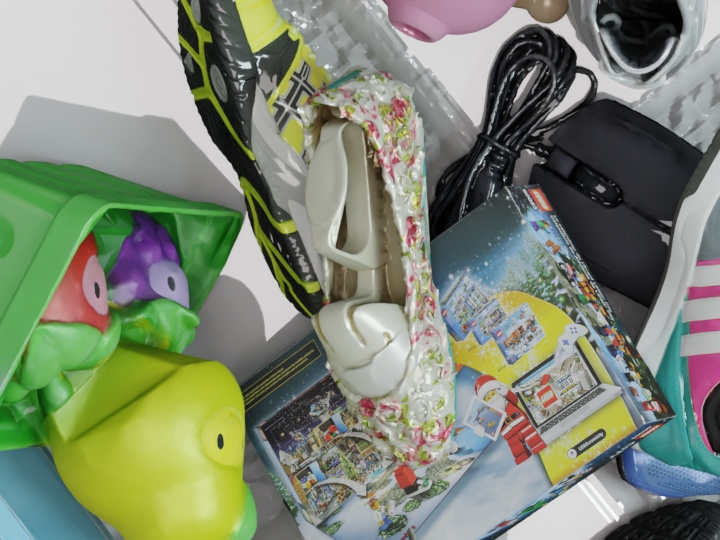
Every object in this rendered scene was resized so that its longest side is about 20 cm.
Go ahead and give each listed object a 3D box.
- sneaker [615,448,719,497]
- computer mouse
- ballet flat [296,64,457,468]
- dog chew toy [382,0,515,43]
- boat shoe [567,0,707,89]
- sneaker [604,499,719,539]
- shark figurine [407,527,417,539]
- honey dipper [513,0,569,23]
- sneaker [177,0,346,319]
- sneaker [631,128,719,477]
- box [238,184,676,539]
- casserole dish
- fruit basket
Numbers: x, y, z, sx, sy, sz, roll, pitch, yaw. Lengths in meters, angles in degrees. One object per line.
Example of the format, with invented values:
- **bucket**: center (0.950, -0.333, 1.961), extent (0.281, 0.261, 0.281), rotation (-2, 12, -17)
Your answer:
- **sneaker**: center (0.228, 0.079, 1.516), extent (0.200, 0.089, 0.079), rotation (-11, 101, 4)
- **computer mouse**: center (0.141, -0.024, 1.521), extent (0.200, 0.053, 0.139), rotation (25, 98, -3)
- **ballet flat**: center (0.000, 0.000, 1.450), extent (0.076, 0.064, 0.200), rotation (-10, 88, 37)
- **dog chew toy**: center (0.066, -0.204, 1.443), extent (0.125, 0.125, 0.200), rotation (25, 81, -3)
- **boat shoe**: center (0.135, -0.125, 1.432), extent (0.072, 0.200, 0.069), rotation (9, 70, 1)
- **sneaker**: center (0.141, 0.211, 1.554), extent (0.091, 0.076, 0.200), rotation (35, 89, -31)
- **shark figurine**: center (-0.049, 0.191, 1.478), extent (0.089, 0.214, 0.128), rotation (-7, 94, -34)
- **honey dipper**: center (0.014, -0.149, 1.483), extent (0.200, 0.038, 0.038), rotation (8, 99, -21)
- **sneaker**: center (-0.033, -0.078, 1.515), extent (0.076, 0.075, 0.200), rotation (-24, 101, -16)
- **sneaker**: center (0.204, 0.021, 1.438), extent (0.121, 0.084, 0.200), rotation (27, 118, 22)
- **box**: center (0.042, 0.067, 1.488), extent (0.200, 0.038, 0.137), rotation (-37, 74, 27)
- **casserole dish**: center (-0.162, 0.130, 1.521), extent (0.039, 0.121, 0.200), rotation (-38, 95, -16)
- **fruit basket**: center (-0.115, 0.042, 1.453), extent (0.216, 0.216, 0.156), rotation (28, 99, -3)
